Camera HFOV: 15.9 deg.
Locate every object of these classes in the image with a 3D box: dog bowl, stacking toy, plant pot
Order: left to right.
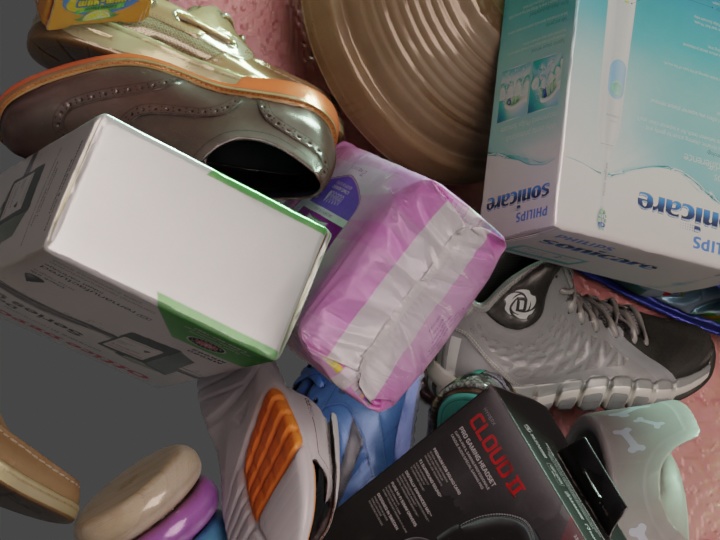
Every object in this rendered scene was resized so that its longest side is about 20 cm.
[{"bbox_3d":[-0.077,0.201,1.493,0.085,0.085,0.200,-41,102,-25],"label":"stacking toy"},{"bbox_3d":[0.066,-0.161,1.580,0.200,0.093,0.202,21,58,-37],"label":"plant pot"},{"bbox_3d":[0.155,0.175,1.541,0.058,0.200,0.201,5,78,-9],"label":"dog bowl"}]

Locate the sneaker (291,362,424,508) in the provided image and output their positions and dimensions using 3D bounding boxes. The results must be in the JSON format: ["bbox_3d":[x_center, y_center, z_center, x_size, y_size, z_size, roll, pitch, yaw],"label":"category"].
[{"bbox_3d":[-0.008,0.068,1.552,0.078,0.066,0.201,13,76,-23],"label":"sneaker"}]

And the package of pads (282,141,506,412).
[{"bbox_3d":[0.000,0.000,1.459,0.076,0.200,0.121,40,87,-18],"label":"package of pads"}]

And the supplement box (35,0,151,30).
[{"bbox_3d":[-0.173,-0.238,1.498,0.066,0.069,0.201,-8,63,-24],"label":"supplement box"}]

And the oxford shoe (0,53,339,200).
[{"bbox_3d":[-0.112,-0.075,1.471,0.199,0.071,0.073,1,36,-1],"label":"oxford shoe"}]

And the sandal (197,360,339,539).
[{"bbox_3d":[-0.042,0.100,1.478,0.059,0.079,0.207,21,30,-27],"label":"sandal"}]

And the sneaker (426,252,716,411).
[{"bbox_3d":[0.140,0.024,1.599,0.199,0.075,0.116,-6,117,-25],"label":"sneaker"}]

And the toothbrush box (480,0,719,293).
[{"bbox_3d":[0.159,-0.100,1.511,0.146,0.085,0.201,12,76,-28],"label":"toothbrush box"}]

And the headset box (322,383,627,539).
[{"bbox_3d":[0.065,0.174,1.450,0.077,0.200,0.149,23,32,-56],"label":"headset box"}]

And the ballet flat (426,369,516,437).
[{"bbox_3d":[0.075,0.152,1.565,0.072,0.072,0.201,-10,111,-25],"label":"ballet flat"}]

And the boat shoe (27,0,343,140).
[{"bbox_3d":[-0.097,-0.128,1.540,0.199,0.071,0.065,21,66,-21],"label":"boat shoe"}]

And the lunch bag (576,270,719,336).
[{"bbox_3d":[0.220,-0.062,1.654,0.200,0.127,0.171,30,71,-28],"label":"lunch bag"}]

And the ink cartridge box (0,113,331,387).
[{"bbox_3d":[-0.127,-0.005,1.440,0.145,0.200,0.084,26,74,-18],"label":"ink cartridge box"}]

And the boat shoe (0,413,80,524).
[{"bbox_3d":[-0.233,0.071,1.447,0.200,0.071,0.065,36,69,-13],"label":"boat shoe"}]
